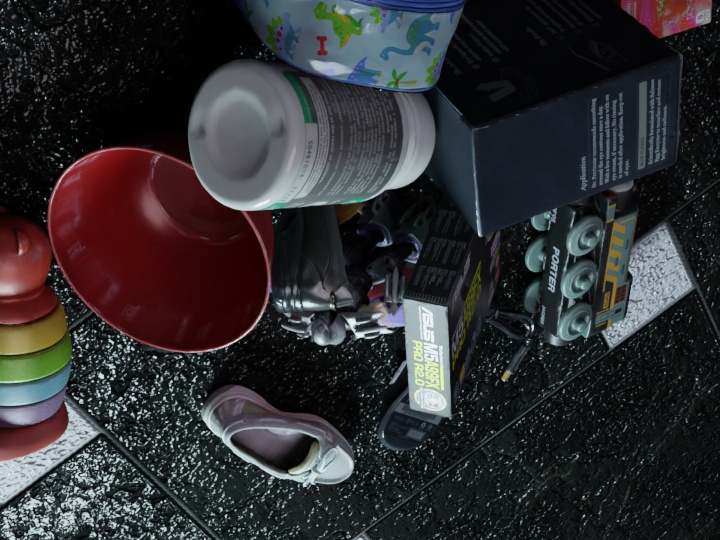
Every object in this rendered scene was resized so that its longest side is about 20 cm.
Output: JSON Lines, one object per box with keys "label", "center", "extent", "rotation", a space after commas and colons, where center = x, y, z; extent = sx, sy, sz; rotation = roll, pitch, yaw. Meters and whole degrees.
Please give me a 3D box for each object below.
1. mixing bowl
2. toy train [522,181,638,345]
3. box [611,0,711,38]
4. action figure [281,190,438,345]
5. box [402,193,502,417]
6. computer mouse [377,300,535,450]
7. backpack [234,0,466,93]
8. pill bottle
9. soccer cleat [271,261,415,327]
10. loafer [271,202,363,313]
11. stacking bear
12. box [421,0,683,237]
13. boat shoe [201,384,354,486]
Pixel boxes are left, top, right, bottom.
{"label": "mixing bowl", "center": [-0.152, -0.042, 1.154], "extent": [0.199, 0.109, 0.201], "rotation": [10, 126, 14]}
{"label": "toy train", "center": [0.235, -0.015, 1.425], "extent": [0.113, 0.085, 0.201], "rotation": [-20, 129, -29]}
{"label": "box", "center": [0.248, -0.311, 1.204], "extent": [0.099, 0.096, 0.201], "rotation": [-19, 130, -13]}
{"label": "action figure", "center": [0.000, 0.000, 1.241], "extent": [0.200, 0.129, 0.070], "rotation": [-54, 143, -41]}
{"label": "box", "center": [0.090, 0.011, 1.277], "extent": [0.044, 0.201, 0.161], "rotation": [11, 138, 14]}
{"label": "computer mouse", "center": [0.100, 0.107, 1.461], "extent": [0.140, 0.046, 0.201], "rotation": [15, 111, -35]}
{"label": "backpack", "center": [-0.011, -0.238, 1.040], "extent": [0.182, 0.201, 0.148], "rotation": [2, 130, -28]}
{"label": "pill bottle", "center": [-0.032, -0.108, 1.082], "extent": [0.199, 0.113, 0.114], "rotation": [-8, 130, -53]}
{"label": "soccer cleat", "center": [-0.003, 0.029, 1.340], "extent": [0.199, 0.067, 0.077], "rotation": [0, 127, -30]}
{"label": "loafer", "center": [-0.032, -0.059, 1.194], "extent": [0.072, 0.202, 0.073], "rotation": [3, 170, 5]}
{"label": "stacking bear", "center": [-0.305, 0.048, 1.169], "extent": [0.113, 0.122, 0.201], "rotation": [-5, 117, -22]}
{"label": "box", "center": [0.144, -0.156, 1.194], "extent": [0.199, 0.197, 0.118], "rotation": [-20, 131, -13]}
{"label": "boat shoe", "center": [-0.078, 0.183, 1.407], "extent": [0.074, 0.065, 0.202], "rotation": [-46, 131, 10]}
